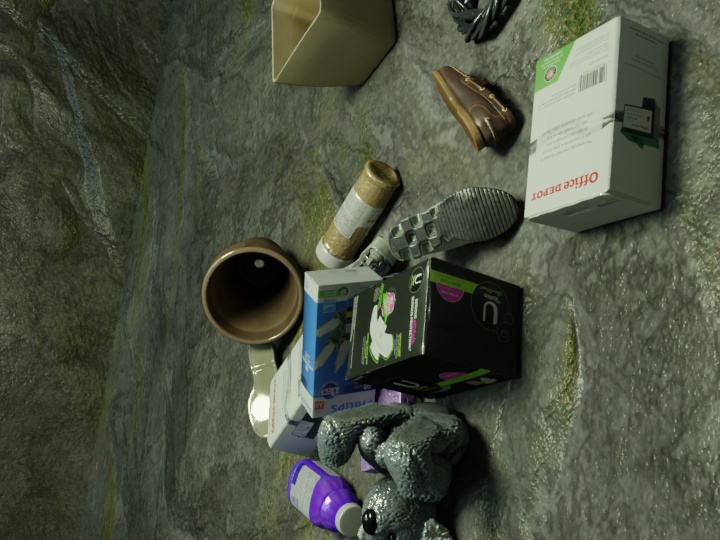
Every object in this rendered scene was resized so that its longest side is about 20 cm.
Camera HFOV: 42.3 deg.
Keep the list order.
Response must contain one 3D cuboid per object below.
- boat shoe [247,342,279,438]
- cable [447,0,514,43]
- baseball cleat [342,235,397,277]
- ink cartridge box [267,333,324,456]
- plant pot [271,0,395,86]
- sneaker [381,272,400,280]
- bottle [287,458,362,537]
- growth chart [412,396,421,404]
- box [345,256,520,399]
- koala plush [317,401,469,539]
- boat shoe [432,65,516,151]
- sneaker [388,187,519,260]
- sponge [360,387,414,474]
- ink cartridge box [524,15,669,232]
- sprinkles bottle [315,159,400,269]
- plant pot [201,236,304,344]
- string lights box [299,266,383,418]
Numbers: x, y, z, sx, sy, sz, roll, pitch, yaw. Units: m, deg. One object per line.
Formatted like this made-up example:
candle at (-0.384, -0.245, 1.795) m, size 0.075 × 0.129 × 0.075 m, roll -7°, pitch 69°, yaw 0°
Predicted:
boat shoe at (-0.179, 0.232, 1.810) m, size 0.063 × 0.071 × 0.203 m, roll 61°, pitch -161°, yaw -62°
cable at (0.185, -0.439, 1.399) m, size 0.202 × 0.050 × 0.164 m, roll -106°, pitch 33°, yaw -41°
baseball cleat at (0.000, 0.000, 1.431) m, size 0.107 × 0.069 × 0.200 m, roll -57°, pitch -6°, yaw 25°
ink cartridge box at (-0.080, 0.194, 1.560) m, size 0.201 × 0.082 × 0.148 m, roll -54°, pitch 26°, yaw 38°
plant pot at (-0.044, -0.454, 1.707) m, size 0.200 × 0.174 × 0.203 m, roll -44°, pitch 41°, yaw 48°
sneaker at (0.047, 0.040, 1.389) m, size 0.200 × 0.088 × 0.080 m, roll -36°, pitch 46°, yaw 56°
bottle at (-0.053, 0.360, 1.462) m, size 0.199 × 0.064 × 0.085 m, roll 12°, pitch 89°, yaw 64°
growth chart at (0.033, 0.209, 1.415) m, size 0.147 × 0.017 × 0.200 m, roll -68°, pitch 27°, yaw 18°
box at (0.092, 0.082, 1.210) m, size 0.199 × 0.146 × 0.127 m, roll -27°, pitch 52°, yaw 58°
koala plush at (0.056, 0.285, 1.203) m, size 0.175 × 0.182 × 0.204 m, roll 9°, pitch 103°, yaw 42°
boat shoe at (0.162, -0.240, 1.328) m, size 0.070 × 0.071 × 0.201 m, roll -30°, pitch 42°, yaw 5°
sneaker at (0.138, -0.069, 1.282) m, size 0.197 × 0.088 × 0.076 m, roll -14°, pitch 89°, yaw 36°
sponge at (0.040, 0.188, 1.363) m, size 0.111 × 0.029 × 0.204 m, roll -32°, pitch 51°, yaw 54°
ink cartridge box at (0.264, -0.157, 1.049) m, size 0.145 × 0.083 × 0.204 m, roll -17°, pitch 63°, yaw 61°
sprinkles bottle at (-0.006, -0.091, 1.581) m, size 0.201 × 0.067 × 0.069 m, roll -57°, pitch 32°, yaw 34°
plant pot at (-0.205, 0.016, 1.827) m, size 0.175 × 0.197 × 0.203 m, roll -95°, pitch 28°, yaw -66°
string lights box at (-0.029, 0.102, 1.333) m, size 0.059 × 0.101 × 0.204 m, roll -140°, pitch 49°, yaw -60°
